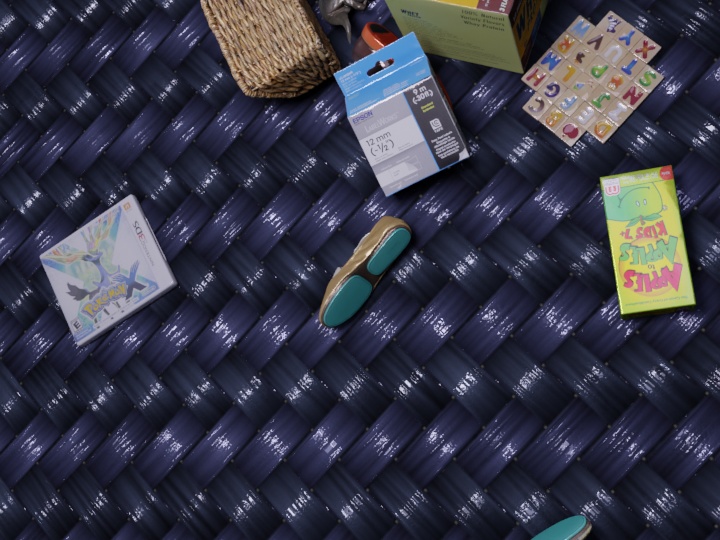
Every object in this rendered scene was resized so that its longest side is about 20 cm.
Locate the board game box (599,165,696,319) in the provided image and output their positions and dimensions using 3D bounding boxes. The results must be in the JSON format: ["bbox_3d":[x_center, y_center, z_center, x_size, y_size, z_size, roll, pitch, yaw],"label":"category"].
[{"bbox_3d":[0.405,-0.039,1.336,0.101,0.048,0.202,-9,76,14],"label":"board game box"}]

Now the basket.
[{"bbox_3d":[-0.140,-0.374,1.519,0.148,0.143,0.201,-31,74,10],"label":"basket"}]

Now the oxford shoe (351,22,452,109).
[{"bbox_3d":[0.066,-0.299,1.494,0.200,0.071,0.073,50,128,13],"label":"oxford shoe"}]

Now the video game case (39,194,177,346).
[{"bbox_3d":[-0.425,0.000,1.585,0.199,0.022,0.183,-32,71,8],"label":"video game case"}]

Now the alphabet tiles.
[{"bbox_3d":[0.349,-0.290,1.429,0.166,0.006,0.200,44,93,19],"label":"alphabet tiles"}]

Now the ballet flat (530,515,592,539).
[{"bbox_3d":[0.234,0.404,1.289,0.199,0.072,0.072,-29,72,9],"label":"ballet flat"}]

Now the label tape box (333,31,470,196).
[{"bbox_3d":[0.060,-0.233,1.422,0.143,0.066,0.201,-24,103,15],"label":"label tape box"}]

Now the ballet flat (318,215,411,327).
[{"bbox_3d":[0.000,0.000,1.449,0.200,0.069,0.063,-48,42,-1],"label":"ballet flat"}]

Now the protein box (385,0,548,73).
[{"bbox_3d":[0.161,-0.413,1.407,0.197,0.200,0.136,17,83,19],"label":"protein box"}]

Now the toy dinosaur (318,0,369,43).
[{"bbox_3d":[-0.032,-0.454,1.552,0.102,0.077,0.202,-13,80,26],"label":"toy dinosaur"}]
